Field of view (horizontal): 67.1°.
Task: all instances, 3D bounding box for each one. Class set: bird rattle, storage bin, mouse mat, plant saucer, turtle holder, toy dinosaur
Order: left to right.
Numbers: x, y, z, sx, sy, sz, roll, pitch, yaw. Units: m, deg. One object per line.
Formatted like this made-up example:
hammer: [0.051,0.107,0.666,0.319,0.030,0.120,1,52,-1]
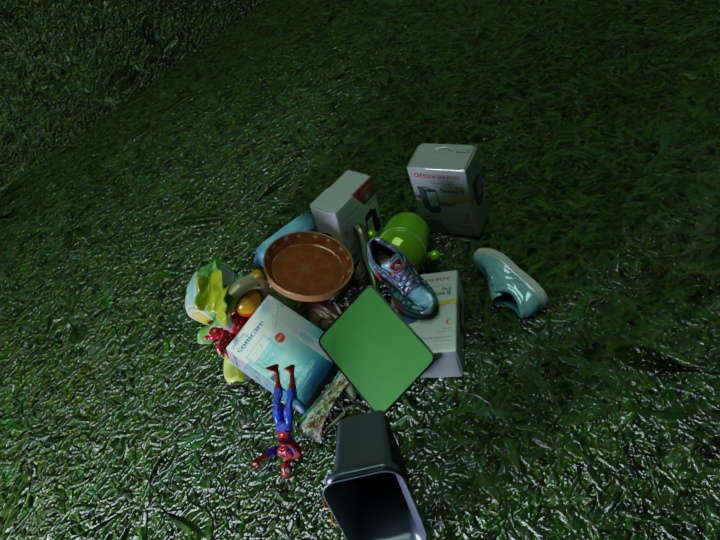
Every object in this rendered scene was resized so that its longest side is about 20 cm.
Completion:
turtle holder: [-0.354,0.080,1.324,0.130,0.140,0.189,-26,79,22]
bird rattle: [-0.250,0.085,1.121,0.162,0.203,0.112,-36,51,-24]
plant saucer: [-0.113,-0.008,1.173,0.195,0.033,0.203,6,43,-5]
toy dinosaur: [-0.066,0.098,1.146,0.196,0.136,0.087,21,68,13]
storage bin: [0.015,0.334,0.869,0.142,0.203,0.135,-15,32,8]
mouse mat: [0.027,0.150,1.036,0.161,0.008,0.200,-46,69,7]

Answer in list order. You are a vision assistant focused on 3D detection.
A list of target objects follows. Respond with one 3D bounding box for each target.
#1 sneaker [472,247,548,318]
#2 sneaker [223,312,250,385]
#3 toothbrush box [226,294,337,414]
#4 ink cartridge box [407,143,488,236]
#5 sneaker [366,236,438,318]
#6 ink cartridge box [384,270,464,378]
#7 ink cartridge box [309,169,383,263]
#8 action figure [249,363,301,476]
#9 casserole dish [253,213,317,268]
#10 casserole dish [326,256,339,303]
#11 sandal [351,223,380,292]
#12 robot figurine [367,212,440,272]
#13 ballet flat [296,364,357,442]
sneaker: [0.288,0.025,1.122,0.081,0.075,0.200,-33,43,-14]
sneaker: [-0.279,0.163,1.225,0.076,0.091,0.203,-13,45,9]
toothbrush box: [-0.150,0.171,1.109,0.198,0.086,0.147,32,62,12]
ink cartridge box: [0.205,-0.184,1.255,0.143,0.202,0.088,9,51,30]
sneaker: [0.072,0.012,1.066,0.079,0.096,0.200,-41,63,-5]
ink cartridge box: [0.134,0.108,1.100,0.142,0.088,0.203,-6,45,19]
ink cartridge box: [-0.023,-0.109,1.289,0.082,0.202,0.146,20,54,34]
action figure: [-0.153,0.283,0.987,0.064,0.205,0.099,-4,3,26]
casserole dish: [-0.178,-0.062,1.374,0.199,0.122,0.039,-38,67,-14]
casserole dish: [-0.100,0.003,1.294,0.038,0.124,0.199,-5,29,-37]
sandal: [0.000,-0.001,1.214,0.056,0.080,0.206,-11,85,-16]
robot figurine: [0.097,-0.056,1.230,0.172,0.118,0.201,19,30,5]
ballet flat: [-0.046,0.251,1.068,0.063,0.076,0.201,36,70,9]
